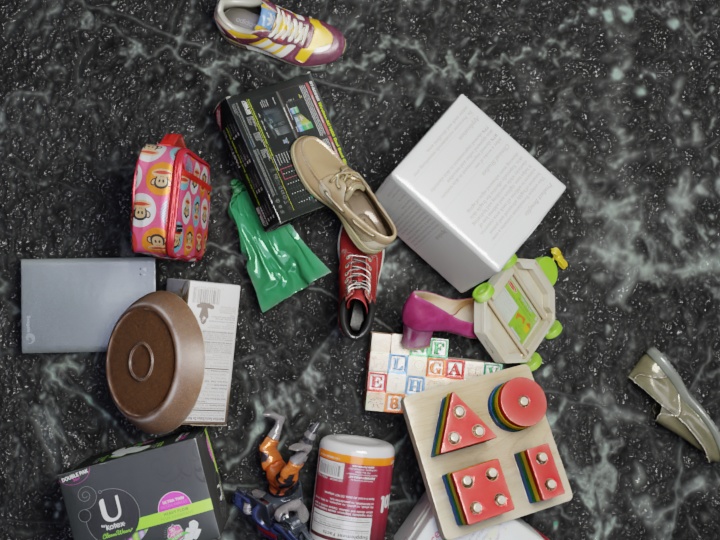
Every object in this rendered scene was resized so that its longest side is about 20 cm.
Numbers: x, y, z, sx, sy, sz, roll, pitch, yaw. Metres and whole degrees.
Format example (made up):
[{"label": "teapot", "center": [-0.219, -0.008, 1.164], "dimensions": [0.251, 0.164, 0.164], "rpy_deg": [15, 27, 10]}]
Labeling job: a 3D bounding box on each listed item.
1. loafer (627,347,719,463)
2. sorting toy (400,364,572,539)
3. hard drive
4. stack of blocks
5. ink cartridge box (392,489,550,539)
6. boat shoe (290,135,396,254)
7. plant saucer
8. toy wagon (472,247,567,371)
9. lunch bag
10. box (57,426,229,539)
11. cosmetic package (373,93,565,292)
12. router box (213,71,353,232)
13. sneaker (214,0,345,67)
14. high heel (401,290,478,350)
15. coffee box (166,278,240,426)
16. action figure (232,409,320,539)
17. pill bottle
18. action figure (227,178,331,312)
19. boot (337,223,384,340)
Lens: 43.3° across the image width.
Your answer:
[{"label": "loafer", "center": [0.478, 0.213, 1.378], "dimensions": [0.070, 0.075, 0.200], "rpy_deg": [-36, 86, 9]}, {"label": "sorting toy", "center": [0.181, 0.241, 1.241], "dimensions": [0.199, 0.070, 0.200], "rpy_deg": [-12, 75, -18]}, {"label": "hard drive", "center": [-0.403, 0.051, 1.355], "dimensions": [0.199, 0.033, 0.140], "rpy_deg": [-1, 89, -2]}, {"label": "stack of blocks", "center": [0.108, 0.158, 1.362], "dimensions": [0.199, 0.059, 0.116], "rpy_deg": [6, 88, -2]}, {"label": "ink cartridge box", "center": [0.167, 0.404, 1.315], "dimensions": [0.200, 0.145, 0.146], "rpy_deg": [36, 87, -1]}, {"label": "boat shoe", "center": [-0.019, -0.116, 1.285], "dimensions": [0.071, 0.064, 0.200], "rpy_deg": [-41, 92, -29]}, {"label": "plant saucer", "center": [-0.295, 0.128, 1.265], "dimensions": [0.200, 0.034, 0.201], "rpy_deg": [-4, 84, 38]}, {"label": "toy wagon", "center": [0.245, 0.046, 1.356], "dimensions": [0.200, 0.039, 0.155], "rpy_deg": [-50, 116, -29]}, {"label": "lunch bag", "center": [-0.265, -0.104, 1.284], "dimensions": [0.081, 0.200, 0.177], "rpy_deg": [4, 89, 2]}, {"label": "box", "center": [-0.306, 0.326, 1.308], "dimensions": [0.199, 0.124, 0.149], "rpy_deg": [-15, 90, -2]}, {"label": "cosmetic package", "center": [0.146, -0.104, 1.302], "dimensions": [0.200, 0.166, 0.167], "rpy_deg": [42, 73, -1]}, {"label": "router box", "center": [-0.106, -0.174, 1.331], "dimensions": [0.149, 0.062, 0.201], "rpy_deg": [-23, 90, -30]}, {"label": "sneaker", "center": [-0.120, -0.355, 1.349], "dimensions": [0.199, 0.090, 0.075], "rpy_deg": [10, 88, -2]}, {"label": "high heel", "center": [0.146, 0.050, 1.326], "dimensions": [0.199, 0.067, 0.096], "rpy_deg": [-11, 130, -23]}, {"label": "coffee box", "center": [-0.238, 0.115, 1.313], "dimensions": [0.079, 0.114, 0.201], "rpy_deg": [6, 89, -27]}, {"label": "action figure", "center": [-0.095, 0.324, 1.308], "dimensions": [0.104, 0.200, 0.195], "rpy_deg": [-10, 114, -40]}, {"label": "pill bottle", "center": [-0.015, 0.348, 1.325], "dimensions": [0.112, 0.113, 0.201], "rpy_deg": [7, 89, -2]}, {"label": "action figure", "center": [-0.141, -0.053, 1.360], "dimensions": [0.118, 0.055, 0.201], "rpy_deg": [-29, 83, -1]}, {"label": "boot", "center": [0.000, 0.000, 1.320], "dimensions": [0.072, 0.144, 0.201], "rpy_deg": [3, 87, -1]}]
